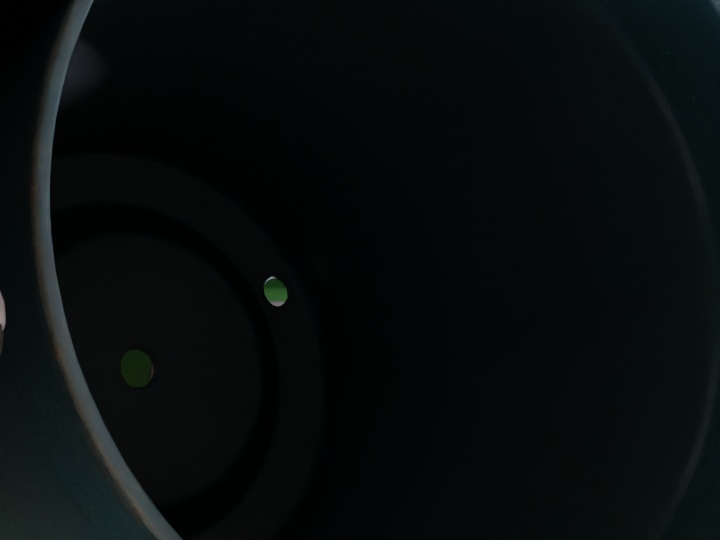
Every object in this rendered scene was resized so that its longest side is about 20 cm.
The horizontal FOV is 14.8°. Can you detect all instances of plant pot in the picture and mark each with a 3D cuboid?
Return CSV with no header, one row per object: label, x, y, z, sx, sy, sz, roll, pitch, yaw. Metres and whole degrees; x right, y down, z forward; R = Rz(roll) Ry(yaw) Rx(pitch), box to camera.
plant pot,-0.021,0.011,0.682,0.200,0.200,0.188,-37,-173,-30

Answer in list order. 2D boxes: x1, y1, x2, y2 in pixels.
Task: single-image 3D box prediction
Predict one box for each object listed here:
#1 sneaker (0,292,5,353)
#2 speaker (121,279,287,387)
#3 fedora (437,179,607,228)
sneaker,-0.171,0.043,0.527,0.200,0.075,0.115,-39,162,17
speaker,0.000,0.000,0.890,0.199,0.089,0.088,-5,162,-22
fedora,0.100,-0.038,0.813,0.200,0.092,0.201,-20,-154,10
